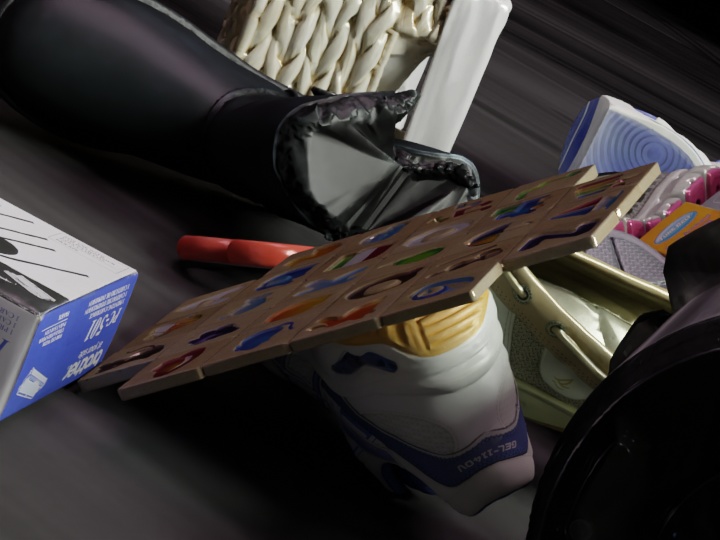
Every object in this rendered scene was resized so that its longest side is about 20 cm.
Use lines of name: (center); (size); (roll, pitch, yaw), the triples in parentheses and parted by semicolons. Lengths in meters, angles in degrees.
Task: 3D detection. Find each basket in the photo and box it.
basket: (-0.007, -0.126, 1.246); (0.123, 0.136, 0.200); (20, 16, -9)

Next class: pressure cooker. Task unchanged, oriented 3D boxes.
pressure cooker: (0.154, 0.080, 0.770); (0.178, 0.177, 0.200); (19, 13, 15)

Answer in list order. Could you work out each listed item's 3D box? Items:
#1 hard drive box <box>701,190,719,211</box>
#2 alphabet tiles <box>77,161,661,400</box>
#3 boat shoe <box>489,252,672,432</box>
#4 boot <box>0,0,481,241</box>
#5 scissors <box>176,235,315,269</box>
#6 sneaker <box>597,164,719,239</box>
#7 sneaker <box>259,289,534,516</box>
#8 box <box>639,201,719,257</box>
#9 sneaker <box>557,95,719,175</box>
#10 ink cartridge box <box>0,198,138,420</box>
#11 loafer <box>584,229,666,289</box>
hard drive box: (0.254, 0.015, 1.067); (0.156, 0.077, 0.200); (55, -9, -8)
alphabet tiles: (0.004, 0.002, 0.830); (0.199, 0.006, 0.166); (-16, 11, 23)
boat shoe: (0.130, 0.041, 0.918); (0.200, 0.063, 0.073); (25, 50, -10)
boot: (-0.058, -0.071, 1.036); (0.200, 0.077, 0.168); (24, -3, -24)
scissors: (0.000, 0.000, 1.044); (0.073, 0.014, 0.200); (2, -4, 40)
sneaker: (0.110, -0.001, 1.145); (0.087, 0.074, 0.200); (-2, 19, 34)
sneaker: (0.006, 0.043, 0.880); (0.075, 0.088, 0.200); (-24, 11, -10)
box: (0.197, 0.036, 1.043); (0.119, 0.041, 0.200); (57, -14, -19)
sneaker: (0.199, -0.034, 1.380); (0.199, 0.081, 0.115); (28, 11, -15)
ink cartridge box: (-0.185, -0.020, 0.816); (0.199, 0.044, 0.094); (28, 15, 10)
loafer: (0.152, 0.070, 0.996); (0.072, 0.063, 0.200); (-27, 67, -40)
